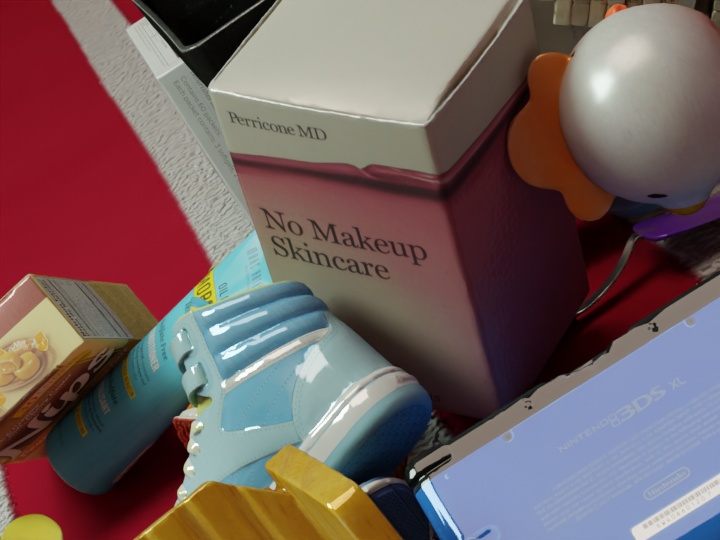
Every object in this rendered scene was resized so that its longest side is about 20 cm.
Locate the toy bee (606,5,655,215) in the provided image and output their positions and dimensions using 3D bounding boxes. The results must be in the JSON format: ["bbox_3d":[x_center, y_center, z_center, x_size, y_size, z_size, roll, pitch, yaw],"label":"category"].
[{"bbox_3d":[0.142,-0.086,1.266,0.200,0.131,0.109,-15,60,1],"label":"toy bee"}]

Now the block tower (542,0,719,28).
[{"bbox_3d":[0.204,-0.173,1.300,0.200,0.054,0.058,5,47,3],"label":"block tower"}]

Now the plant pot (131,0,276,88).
[{"bbox_3d":[0.002,-0.137,1.387,0.199,0.178,0.200,-35,21,-3],"label":"plant pot"}]

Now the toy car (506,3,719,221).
[{"bbox_3d":[0.171,-0.069,1.077,0.200,0.177,0.184,-19,14,4],"label":"toy car"}]

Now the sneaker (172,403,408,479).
[{"bbox_3d":[-0.033,0.077,1.218,0.077,0.073,0.200,-43,25,-21],"label":"sneaker"}]

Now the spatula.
[{"bbox_3d":[0.124,0.011,1.212,0.200,0.021,0.057,-36,11,-2],"label":"spatula"}]

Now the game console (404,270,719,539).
[{"bbox_3d":[0.133,0.087,1.052,0.200,0.118,0.171,-33,53,2],"label":"game console"}]

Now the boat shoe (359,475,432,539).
[{"bbox_3d":[-0.044,0.170,1.045,0.072,0.072,0.200,-6,34,51],"label":"boat shoe"}]

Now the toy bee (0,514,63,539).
[{"bbox_3d":[-0.216,0.187,1.230,0.131,0.109,0.200,-43,-2,-4],"label":"toy bee"}]

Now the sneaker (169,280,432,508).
[{"bbox_3d":[-0.068,0.090,1.122,0.200,0.131,0.080,-47,-23,12],"label":"sneaker"}]

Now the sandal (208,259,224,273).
[{"bbox_3d":[0.003,0.004,1.309,0.212,0.078,0.070,12,61,50],"label":"sandal"}]

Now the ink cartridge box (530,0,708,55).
[{"bbox_3d":[0.183,-0.194,1.419,0.200,0.088,0.145,-25,17,1],"label":"ink cartridge box"}]

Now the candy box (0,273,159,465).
[{"bbox_3d":[-0.192,0.061,1.348,0.115,0.055,0.200,-43,-7,6],"label":"candy box"}]

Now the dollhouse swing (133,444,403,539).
[{"bbox_3d":[-0.037,0.189,0.893,0.200,0.182,0.176,-39,3,-15],"label":"dollhouse swing"}]

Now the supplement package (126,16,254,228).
[{"bbox_3d":[-0.031,-0.145,1.564,0.200,0.152,0.151,-33,23,-2],"label":"supplement package"}]

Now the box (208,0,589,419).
[{"bbox_3d":[0.024,-0.038,1.128,0.128,0.200,0.109,11,48,30],"label":"box"}]

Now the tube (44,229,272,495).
[{"bbox_3d":[-0.106,0.053,1.311,0.200,0.050,0.078,-45,38,26],"label":"tube"}]
